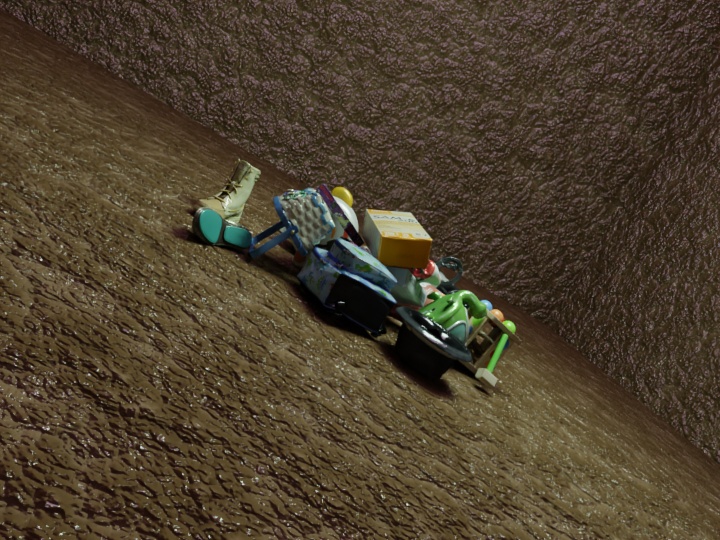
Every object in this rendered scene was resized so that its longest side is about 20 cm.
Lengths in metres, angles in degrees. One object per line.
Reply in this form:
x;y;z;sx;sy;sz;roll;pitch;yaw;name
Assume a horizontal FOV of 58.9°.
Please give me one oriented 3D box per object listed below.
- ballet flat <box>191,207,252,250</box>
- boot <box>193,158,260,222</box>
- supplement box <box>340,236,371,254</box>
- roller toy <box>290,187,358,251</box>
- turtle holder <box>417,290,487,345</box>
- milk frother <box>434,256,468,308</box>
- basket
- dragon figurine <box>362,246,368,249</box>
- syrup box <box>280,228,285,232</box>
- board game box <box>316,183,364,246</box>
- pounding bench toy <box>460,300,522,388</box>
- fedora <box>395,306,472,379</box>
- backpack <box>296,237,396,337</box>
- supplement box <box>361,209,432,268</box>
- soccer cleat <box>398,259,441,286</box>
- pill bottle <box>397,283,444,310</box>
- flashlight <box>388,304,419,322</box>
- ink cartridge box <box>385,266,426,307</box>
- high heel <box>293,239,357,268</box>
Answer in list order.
-0.307;-0.086;1.337;0.074;0.069;0.199;11;-6;25;ballet flat
-0.316;-0.194;1.536;0.072;0.158;0.200;32;9;12;boot
0.000;0.000;1.686;0.198;0.110;0.061;23;22;-39;supplement box
-0.096;-0.114;1.735;0.178;0.205;0.140;-11;6;5;roller toy
0.203;0.125;1.531;0.140;0.185;0.134;-15;-71;50;turtle holder
0.265;0.039;2.086;0.178;0.203;0.188;22;12;-25;milk frother
-0.164;-0.098;1.438;0.141;0.198;0.176;56;-3;-17;basket
0.051;-0.026;1.786;0.059;0.196;0.101;43;-29;57;dragon figurine
-0.172;-0.137;1.950;0.081;0.080;0.200;32;9;6;syrup box
-0.046;-0.128;1.544;0.121;0.032;0.200;51;0;13;board game box
0.316;0.180;1.576;0.124;0.157;0.200;39;5;-28;pounding bench toy
0.139;0.163;1.354;0.198;0.093;0.201;31;9;-5;fedora
-0.028;0.022;1.385;0.181;0.149;0.199;29;3;-40;backpack
0.083;-0.080;1.523;0.123;0.075;0.201;3;22;-13;supplement box
0.115;-0.003;1.590;0.197;0.070;0.085;11;-25;42;soccer cleat
0.145;0.072;1.789;0.199;0.114;0.112;36;11;27;pill bottle
0.093;0.109;1.592;0.197;0.068;0.069;24;55;-23;flashlight
0.051;0.031;1.580;0.196;0.048;0.160;12;-16;27;ink cartridge box
-0.081;-0.030;1.545;0.095;0.069;0.198;21;-17;-37;high heel
